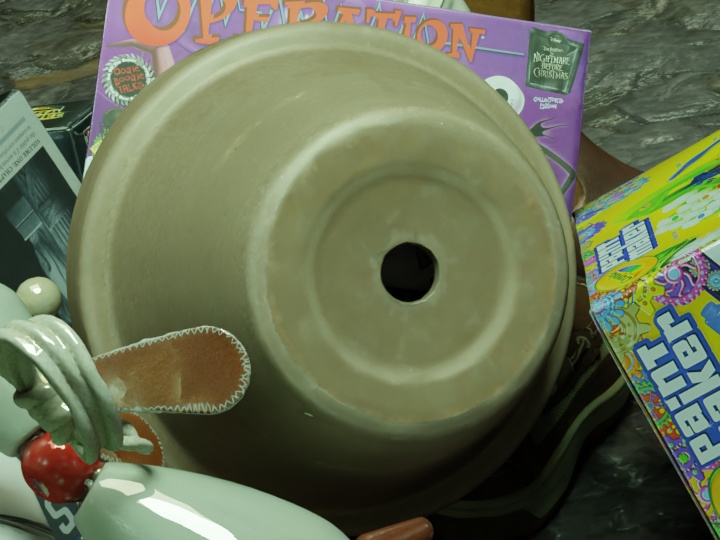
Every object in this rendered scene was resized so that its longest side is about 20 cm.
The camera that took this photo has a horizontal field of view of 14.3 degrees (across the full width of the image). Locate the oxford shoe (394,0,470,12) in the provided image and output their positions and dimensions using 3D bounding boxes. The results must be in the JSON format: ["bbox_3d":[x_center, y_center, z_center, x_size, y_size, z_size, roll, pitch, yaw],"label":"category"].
[{"bbox_3d":[-0.002,-0.032,1.222,0.200,0.058,0.075,-60,17,-4],"label":"oxford shoe"}]

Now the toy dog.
[{"bbox_3d":[-0.052,0.069,0.968,0.096,0.200,0.132,-41,15,-27],"label":"toy dog"}]

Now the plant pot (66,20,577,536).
[{"bbox_3d":[0.000,0.000,1.049,0.200,0.201,0.175,-18,2,-12],"label":"plant pot"}]

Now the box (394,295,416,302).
[{"bbox_3d":[-0.009,0.019,1.273,0.137,0.040,0.200,-47,17,-9],"label":"box"}]

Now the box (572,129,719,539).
[{"bbox_3d":[0.193,-0.001,1.097,0.192,0.122,0.200,-29,9,8],"label":"box"}]

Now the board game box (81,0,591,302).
[{"bbox_3d":[-0.011,-0.052,1.168,0.199,0.120,0.032,7,-14,-5],"label":"board game box"}]

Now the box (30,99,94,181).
[{"bbox_3d":[-0.200,0.008,1.370,0.200,0.159,0.046,-6,19,20],"label":"box"}]

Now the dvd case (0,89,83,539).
[{"bbox_3d":[-0.127,0.049,1.145,0.025,0.200,0.150,-18,23,38],"label":"dvd case"}]

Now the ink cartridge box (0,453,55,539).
[{"bbox_3d":[-0.160,0.151,0.986,0.084,0.146,0.200,17,12,-20],"label":"ink cartridge box"}]

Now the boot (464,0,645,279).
[{"bbox_3d":[0.091,-0.090,1.386,0.188,0.200,0.068,-3,23,25],"label":"boot"}]

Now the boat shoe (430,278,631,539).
[{"bbox_3d":[0.074,0.039,1.244,0.075,0.075,0.202,-7,22,16],"label":"boat shoe"}]
